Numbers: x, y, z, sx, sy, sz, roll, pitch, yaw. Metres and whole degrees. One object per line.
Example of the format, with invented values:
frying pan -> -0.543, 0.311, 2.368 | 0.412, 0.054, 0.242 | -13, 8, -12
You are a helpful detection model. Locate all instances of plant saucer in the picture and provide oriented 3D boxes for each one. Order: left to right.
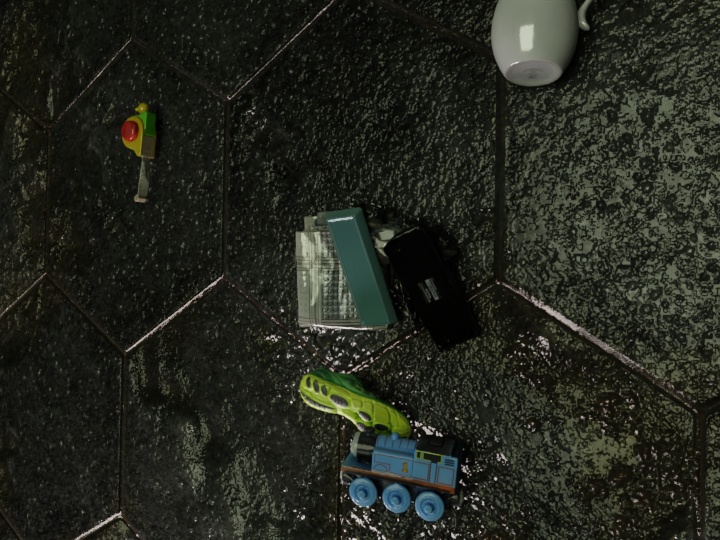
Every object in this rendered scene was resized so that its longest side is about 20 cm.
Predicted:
plant saucer -> 0.000, 0.000, 1.157 | 0.069, 0.019, 0.203 | -5, 112, 34

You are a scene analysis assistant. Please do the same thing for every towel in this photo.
towel -> -0.029, -0.001, 1.247 | 0.190, 0.034, 0.204 | 0, 88, 33

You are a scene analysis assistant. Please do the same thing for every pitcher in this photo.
pitcher -> 0.271, -0.371, 1.028 | 0.169, 0.121, 0.204 | 2, 78, 17

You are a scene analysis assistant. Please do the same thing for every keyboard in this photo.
keyboard -> 0.102, 0.027, 1.131 | 0.103, 0.040, 0.202 | -23, 104, 23

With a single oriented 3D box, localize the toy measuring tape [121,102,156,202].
toy measuring tape -> -0.462, -0.244, 1.511 | 0.073, 0.073, 0.204 | 7, 92, 32

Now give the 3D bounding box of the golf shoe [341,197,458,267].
golf shoe -> 0.057, -0.043, 1.165 | 0.197, 0.078, 0.096 | 20, 116, 13

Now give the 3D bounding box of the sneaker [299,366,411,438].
sneaker -> -0.001, 0.210, 1.198 | 0.198, 0.084, 0.075 | 26, 122, 12

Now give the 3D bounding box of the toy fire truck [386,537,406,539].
toy fire truck -> 0.057, 0.507, 1.093 | 0.128, 0.175, 0.202 | 40, 108, 27

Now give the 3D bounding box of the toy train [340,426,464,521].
toy train -> 0.065, 0.307, 1.128 | 0.197, 0.087, 0.116 | 8, 99, 15
